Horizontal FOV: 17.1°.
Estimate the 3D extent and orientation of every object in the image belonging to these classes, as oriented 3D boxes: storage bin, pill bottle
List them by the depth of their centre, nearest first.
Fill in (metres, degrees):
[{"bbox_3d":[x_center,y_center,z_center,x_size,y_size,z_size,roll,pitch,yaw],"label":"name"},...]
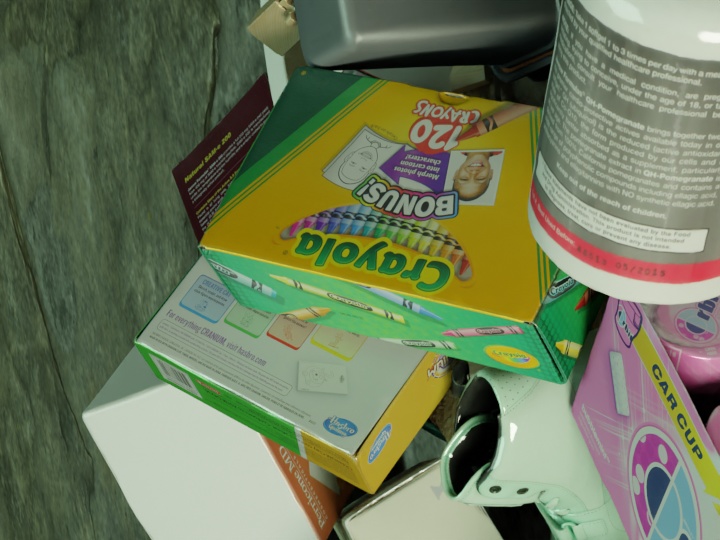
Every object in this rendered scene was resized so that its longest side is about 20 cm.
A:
[{"bbox_3d":[0.137,-0.093,1.018,0.111,0.110,0.201,-119,27,-45],"label":"pill bottle"},{"bbox_3d":[0.034,-0.192,1.235,0.145,0.134,0.201,169,91,-71],"label":"storage bin"}]

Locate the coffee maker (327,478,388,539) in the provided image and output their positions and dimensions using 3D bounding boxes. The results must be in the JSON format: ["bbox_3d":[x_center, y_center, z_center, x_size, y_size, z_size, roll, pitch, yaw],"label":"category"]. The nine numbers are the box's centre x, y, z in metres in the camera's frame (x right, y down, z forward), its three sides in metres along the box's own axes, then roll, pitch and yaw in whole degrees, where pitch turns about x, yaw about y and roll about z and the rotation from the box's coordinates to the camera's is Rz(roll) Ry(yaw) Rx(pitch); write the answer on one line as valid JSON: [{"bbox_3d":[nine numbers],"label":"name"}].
[{"bbox_3d":[-0.055,0.193,1.671,0.200,0.134,0.193,162,97,-71],"label":"coffee maker"}]

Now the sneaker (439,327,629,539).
[{"bbox_3d":[0.090,0.114,1.242,0.074,0.118,0.201,-123,29,-46],"label":"sneaker"}]

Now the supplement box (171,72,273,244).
[{"bbox_3d":[-0.047,-0.020,1.595,0.109,0.061,0.200,-43,52,29],"label":"supplement box"}]

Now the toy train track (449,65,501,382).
[{"bbox_3d":[0.064,-0.029,1.305,0.114,0.032,0.201,-16,65,32],"label":"toy train track"}]

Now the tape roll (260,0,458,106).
[{"bbox_3d":[-0.001,-0.126,1.444,0.202,0.071,0.203,169,90,-74],"label":"tape roll"}]

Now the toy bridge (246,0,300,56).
[{"bbox_3d":[-0.003,-0.200,1.328,0.067,0.027,0.200,-38,20,46],"label":"toy bridge"}]

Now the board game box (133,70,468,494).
[{"bbox_3d":[0.000,0.000,1.258,0.153,0.200,0.040,26,159,30],"label":"board game box"}]

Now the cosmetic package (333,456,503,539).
[{"bbox_3d":[0.040,0.167,1.368,0.105,0.071,0.200,58,175,5],"label":"cosmetic package"}]

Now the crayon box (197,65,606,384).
[{"bbox_3d":[0.033,-0.026,1.192,0.199,0.119,0.058,13,153,31],"label":"crayon box"}]

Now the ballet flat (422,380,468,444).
[{"bbox_3d":[0.072,0.079,1.372,0.065,0.070,0.200,-62,16,1],"label":"ballet flat"}]

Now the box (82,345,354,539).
[{"bbox_3d":[-0.062,0.075,1.396,0.125,0.097,0.200,62,-154,-16],"label":"box"}]

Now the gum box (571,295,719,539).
[{"bbox_3d":[0.171,0.103,1.079,0.114,0.066,0.200,102,151,-50],"label":"gum box"}]
